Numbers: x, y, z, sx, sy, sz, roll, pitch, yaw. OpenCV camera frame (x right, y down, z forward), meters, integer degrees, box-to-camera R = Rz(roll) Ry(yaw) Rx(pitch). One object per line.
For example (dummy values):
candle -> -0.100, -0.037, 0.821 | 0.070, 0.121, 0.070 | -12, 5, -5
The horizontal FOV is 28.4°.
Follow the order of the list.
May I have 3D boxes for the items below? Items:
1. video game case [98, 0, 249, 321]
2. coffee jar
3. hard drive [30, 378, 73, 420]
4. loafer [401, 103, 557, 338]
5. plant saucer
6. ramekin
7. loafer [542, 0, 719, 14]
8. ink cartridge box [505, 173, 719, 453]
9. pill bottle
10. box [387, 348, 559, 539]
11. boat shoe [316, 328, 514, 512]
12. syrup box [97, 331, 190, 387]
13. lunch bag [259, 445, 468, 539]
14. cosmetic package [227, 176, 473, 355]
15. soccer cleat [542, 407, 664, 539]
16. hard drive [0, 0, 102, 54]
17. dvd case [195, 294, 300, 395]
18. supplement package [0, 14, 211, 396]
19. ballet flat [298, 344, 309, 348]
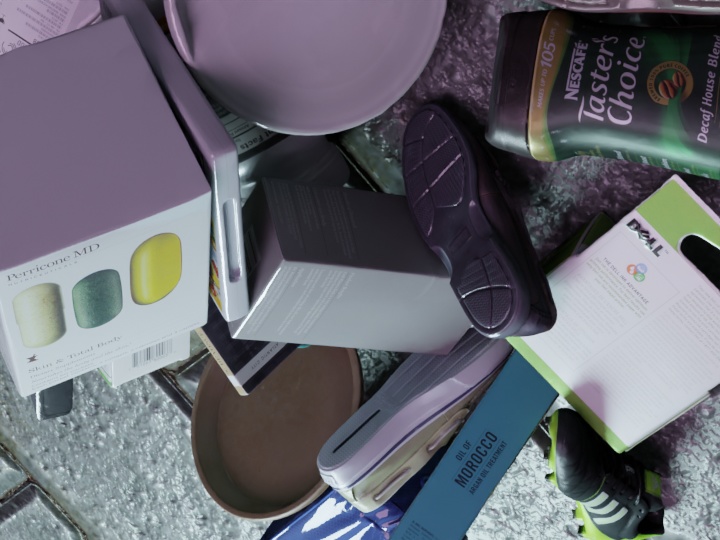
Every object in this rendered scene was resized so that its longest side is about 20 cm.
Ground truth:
video game case -> -0.134, -0.090, 1.017 | 0.200, 0.023, 0.183 | 56, 159, 32
coffee jar -> 0.184, -0.118, 0.954 | 0.198, 0.085, 0.105 | 8, 92, 21
hard drive -> -0.279, 0.004, 1.189 | 0.140, 0.033, 0.201 | 102, 149, -45
loafer -> 0.088, -0.035, 1.065 | 0.072, 0.063, 0.201 | -42, 55, 34
plant saucer -> -0.071, 0.123, 1.258 | 0.199, 0.202, 0.029 | -13, 156, 37
ramekin -> -0.046, -0.202, 0.994 | 0.204, 0.201, 0.094 | 68, 170, -23
loafer -> 0.180, -0.199, 0.940 | 0.199, 0.063, 0.073 | 15, 93, 26
ink cartridge box -> 0.220, 0.022, 1.060 | 0.148, 0.076, 0.200 | 45, 128, -3
pill bottle -> -0.095, -0.139, 1.110 | 0.116, 0.116, 0.201 | -15, 114, 37
box -> 0.091, 0.161, 1.150 | 0.049, 0.082, 0.201 | 34, 88, 9
boat shoe -> 0.053, 0.116, 1.175 | 0.062, 0.200, 0.072 | 52, 176, -28
syrup box -> -0.232, 0.002, 1.260 | 0.200, 0.078, 0.082 | 45, 143, 37
lunch bag -> 0.019, 0.224, 1.279 | 0.132, 0.136, 0.200 | 44, 130, -4
cosmetic package -> 0.000, 0.000, 1.099 | 0.107, 0.199, 0.091 | -52, 44, 41
soccer cleat -> 0.199, 0.165, 1.151 | 0.080, 0.068, 0.200 | -6, 147, 20
hard drive -> -0.255, -0.225, 1.150 | 0.139, 0.038, 0.201 | 33, 109, 8
dvd case -> -0.103, -0.021, 1.175 | 0.016, 0.149, 0.201 | -15, 113, 54
supplement package -> -0.200, -0.039, 0.983 | 0.151, 0.151, 0.200 | 61, 161, 21
ballet flat -> -0.117, -0.003, 1.244 | 0.199, 0.068, 0.069 | 27, 117, 22
